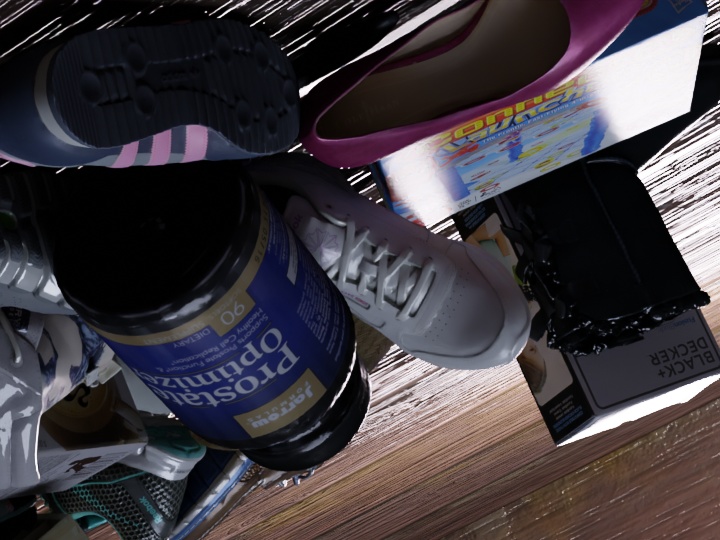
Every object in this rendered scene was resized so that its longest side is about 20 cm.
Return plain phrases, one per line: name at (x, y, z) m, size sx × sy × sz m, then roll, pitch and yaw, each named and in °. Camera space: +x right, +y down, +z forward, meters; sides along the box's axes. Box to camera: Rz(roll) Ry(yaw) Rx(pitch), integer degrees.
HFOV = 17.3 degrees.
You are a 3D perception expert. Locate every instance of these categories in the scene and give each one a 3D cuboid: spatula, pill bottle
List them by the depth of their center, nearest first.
pill bottle at (-0.069, 0.025, 1.236) m, size 0.112 × 0.112 × 0.200 m, roll -26°, pitch 143°, yaw 9°
spatula at (-0.043, -0.086, 1.269) m, size 0.057 × 0.021 × 0.200 m, roll -31°, pitch 174°, yaw -48°

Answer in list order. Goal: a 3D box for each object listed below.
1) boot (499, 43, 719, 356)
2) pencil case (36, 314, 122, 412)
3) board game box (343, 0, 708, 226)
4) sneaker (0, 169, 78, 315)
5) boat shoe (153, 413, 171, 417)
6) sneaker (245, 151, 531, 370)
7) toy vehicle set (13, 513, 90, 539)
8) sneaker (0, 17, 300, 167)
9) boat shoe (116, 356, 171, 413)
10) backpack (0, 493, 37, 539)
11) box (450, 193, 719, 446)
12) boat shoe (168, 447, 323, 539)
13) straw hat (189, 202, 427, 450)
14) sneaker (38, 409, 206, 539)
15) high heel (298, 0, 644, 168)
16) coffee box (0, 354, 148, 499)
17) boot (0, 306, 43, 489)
boot at (0.174, -0.045, 1.501) m, size 0.198 × 0.163 × 0.073 m, roll -19°, pitch 167°, yaw -19°
pencil case at (-0.199, 0.058, 1.277) m, size 0.078 × 0.089 × 0.200 m, roll -48°, pitch 180°, yaw 31°
board game box at (0.096, -0.104, 1.366) m, size 0.200 × 0.056 × 0.196 m, roll -24°, pitch 167°, yaw 0°
sneaker at (-0.212, -0.004, 1.226) m, size 0.115 × 0.075 × 0.200 m, roll -25°, pitch 158°, yaw 26°
boat shoe at (-0.156, 0.088, 1.668) m, size 0.200 × 0.068 × 0.072 m, roll -27°, pitch 165°, yaw 8°
sneaker at (0.000, 0.000, 1.319) m, size 0.100 × 0.200 × 0.075 m, roll -5°, pitch 122°, yaw -65°
toy vehicle set at (-0.237, 0.204, 1.491) m, size 0.124 × 0.027 × 0.200 m, roll -41°, pitch -174°, yaw -16°
sneaker at (-0.108, -0.082, 1.120) m, size 0.082 × 0.070 × 0.200 m, roll -9°, pitch 175°, yaw 33°
boat shoe at (-0.100, 0.052, 1.602) m, size 0.200 × 0.064 × 0.071 m, roll 0°, pitch 138°, yaw -4°
backpack at (-0.324, 0.162, 1.444) m, size 0.200 × 0.153 × 0.176 m, roll -41°, pitch -173°, yaw -41°
box at (0.145, 0.002, 1.555) m, size 0.117 × 0.200 × 0.060 m, roll -15°, pitch 165°, yaw -29°
boat shoe at (-0.056, 0.106, 1.538) m, size 0.072 × 0.072 × 0.200 m, roll 32°, pitch 103°, yaw -34°
straw hat at (-0.060, 0.010, 1.469) m, size 0.201 × 0.201 × 0.085 m, roll -30°, pitch 123°, yaw 25°
sneaker at (-0.192, 0.127, 1.541) m, size 0.200 × 0.091 × 0.078 m, roll 17°, pitch -169°, yaw 38°
high heel at (0.059, -0.112, 1.210) m, size 0.200 × 0.067 × 0.096 m, roll -21°, pitch -176°, yaw 5°
coffee box at (-0.230, 0.073, 1.378) m, size 0.080 × 0.113 × 0.200 m, roll -31°, pitch 164°, yaw 29°
boot at (-0.198, 0.020, 1.108) m, size 0.096 × 0.074 × 0.200 m, roll -8°, pitch 121°, yaw -11°
